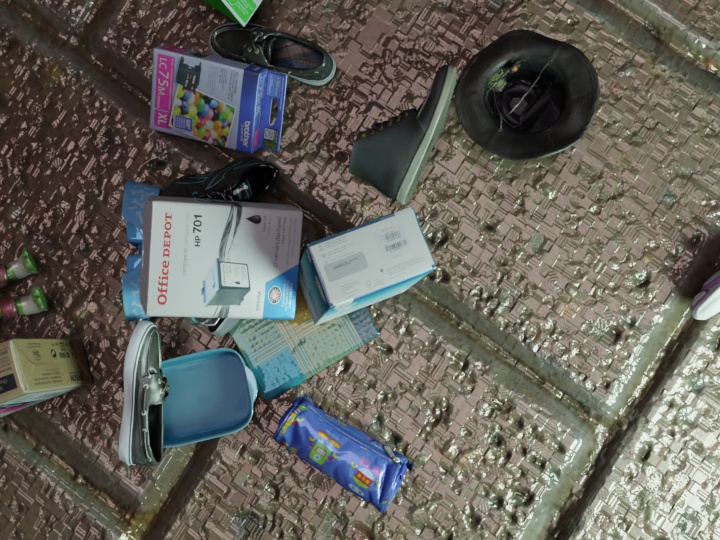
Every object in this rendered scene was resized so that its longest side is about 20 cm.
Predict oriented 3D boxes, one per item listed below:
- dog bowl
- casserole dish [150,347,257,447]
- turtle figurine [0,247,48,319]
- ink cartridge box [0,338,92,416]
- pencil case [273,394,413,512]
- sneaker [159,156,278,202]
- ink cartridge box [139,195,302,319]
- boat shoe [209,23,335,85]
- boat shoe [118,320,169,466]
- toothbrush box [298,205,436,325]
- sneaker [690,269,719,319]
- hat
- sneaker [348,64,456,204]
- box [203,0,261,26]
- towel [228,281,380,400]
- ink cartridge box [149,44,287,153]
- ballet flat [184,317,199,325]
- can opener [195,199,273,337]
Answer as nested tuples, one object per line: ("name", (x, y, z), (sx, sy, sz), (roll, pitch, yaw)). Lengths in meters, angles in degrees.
("dog bowl", (-0.310, -0.029, 1.116), (0.048, 0.111, 0.206), (-1, 86, -7))
("casserole dish", (-0.235, 0.182, 1.118), (0.195, 0.039, 0.124), (-14, 85, 11))
("turtle figurine", (-0.563, 0.034, 1.104), (0.190, 0.144, 0.203), (-21, 127, -14))
("ink cartridge box", (-0.493, 0.154, 1.073), (0.161, 0.200, 0.077), (-21, 84, 4))
("pencil case", (-0.024, 0.251, 1.079), (0.197, 0.078, 0.088), (31, 119, 7))
("sneaker", (-0.199, -0.107, 1.075), (0.199, 0.078, 0.077), (-36, 116, -31))
("ink cartridge box", (-0.183, -0.016, 1.019), (0.195, 0.086, 0.150), (2, 98, -22))
("boat shoe", (-0.132, -0.324, 1.132), (0.195, 0.057, 0.070), (15, 88, 6))
("boat shoe", (-0.295, 0.173, 1.083), (0.055, 0.069, 0.205), (8, 96, 9))
("toothbrush box", (0.000, 0.000, 1.020), (0.143, 0.200, 0.087), (-20, 83, -11))
("sneaker", (0.542, 0.023, 1.039), (0.197, 0.075, 0.101), (-31, 83, 3))
("hat", (0.234, -0.230, 1.085), (0.196, 0.081, 0.206), (-5, 73, 17))
("sneaker", (0.057, -0.206, 1.090), (0.105, 0.075, 0.204), (26, 103, 9))
("box", (-0.204, -0.488, 1.114), (0.198, 0.097, 0.178), (35, 89, 24))
("towel", (-0.088, 0.079, 1.128), (0.197, 0.022, 0.149), (-29, 84, 2))
("ink cartridge box", (-0.209, -0.246, 1.129), (0.195, 0.042, 0.122), (14, 115, 5))
("ballet flat", (-0.253, -0.024, 1.134), (0.071, 0.073, 0.206), (1, 92, 6))
("can opener", (-0.172, -0.002, 1.120), (0.053, 0.067, 0.203), (18, 70, 36))
